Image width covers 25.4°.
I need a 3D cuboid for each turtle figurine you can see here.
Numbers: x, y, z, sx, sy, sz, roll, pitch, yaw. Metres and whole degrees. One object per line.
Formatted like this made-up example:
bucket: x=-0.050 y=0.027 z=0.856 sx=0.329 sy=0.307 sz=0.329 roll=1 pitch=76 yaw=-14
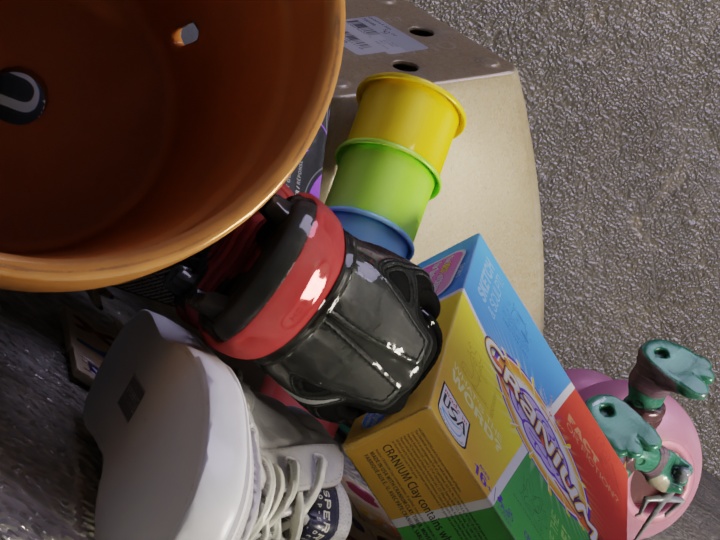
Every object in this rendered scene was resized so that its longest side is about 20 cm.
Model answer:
turtle figurine: x=0.151 y=0.139 z=0.976 sx=0.101 sy=0.200 sz=0.150 roll=20 pitch=46 yaw=11

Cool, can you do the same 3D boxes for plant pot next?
plant pot: x=-0.011 y=-0.057 z=0.951 sx=0.200 sy=0.177 sz=0.200 roll=-13 pitch=35 yaw=-32
plant pot: x=-0.119 y=-0.081 z=0.582 sx=0.200 sy=0.200 sz=0.140 roll=35 pitch=-20 yaw=-7

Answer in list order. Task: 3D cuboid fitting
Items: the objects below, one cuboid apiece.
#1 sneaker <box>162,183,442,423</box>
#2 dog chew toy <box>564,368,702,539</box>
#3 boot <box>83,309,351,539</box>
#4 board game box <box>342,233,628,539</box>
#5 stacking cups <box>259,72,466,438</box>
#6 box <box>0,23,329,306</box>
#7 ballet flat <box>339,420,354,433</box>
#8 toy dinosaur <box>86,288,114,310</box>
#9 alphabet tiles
sneaker: x=-0.021 y=0.013 z=0.630 sx=0.098 sy=0.071 sz=0.200 roll=35 pitch=-2 yaw=-13
dog chew toy: x=0.178 y=0.134 z=1.262 sx=0.125 sy=0.125 sz=0.200 roll=33 pitch=-2 yaw=-29
boot: x=-0.040 y=0.072 z=0.571 sx=0.096 sy=0.074 sz=0.200 roll=30 pitch=6 yaw=-17
board game box: x=0.064 y=0.086 z=0.708 sx=0.153 sy=0.040 sz=0.200 roll=57 pitch=19 yaw=-13
stacking cups: x=0.000 y=0.000 z=0.782 sx=0.060 sy=0.200 sz=0.061 roll=14 pitch=-26 yaw=7
box: x=-0.124 y=-0.070 z=0.750 sx=0.200 sy=0.122 sz=0.106 roll=22 pitch=-25 yaw=-38
ballet flat: x=0.062 y=0.108 z=0.942 sx=0.200 sy=0.072 sz=0.068 roll=37 pitch=0 yaw=20
toy dinosaur: x=-0.170 y=-0.025 z=0.858 sx=0.101 sy=0.058 sz=0.200 roll=21 pitch=-10 yaw=27
alphabet tiles: x=-0.056 y=0.083 z=0.764 sx=0.200 sy=0.006 sz=0.166 roll=34 pitch=4 yaw=-19
